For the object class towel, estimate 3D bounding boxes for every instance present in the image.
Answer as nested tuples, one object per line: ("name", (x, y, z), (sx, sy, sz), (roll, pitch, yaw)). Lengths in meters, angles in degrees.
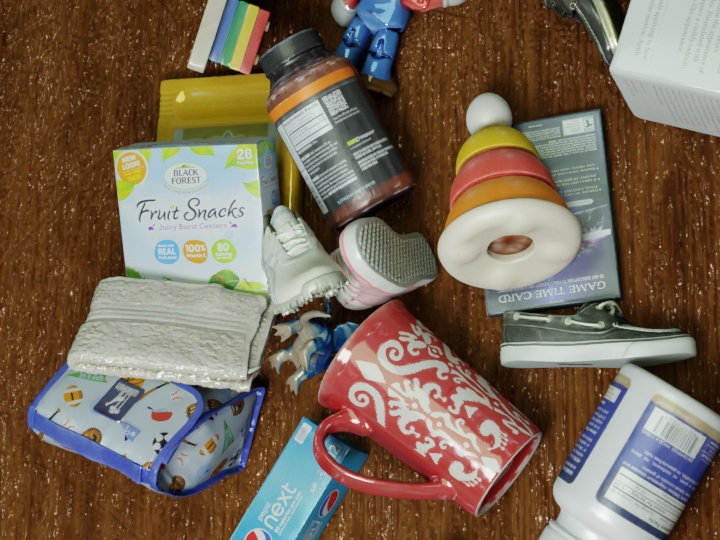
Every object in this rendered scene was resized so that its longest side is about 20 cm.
("towel", (-0.190, 0.063, 1.612), (0.198, 0.035, 0.133), (5, 37, 6))

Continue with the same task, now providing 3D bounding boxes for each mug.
("mug", (0.061, 0.160, 1.588), (0.199, 0.133, 0.178), (38, 91, 17))

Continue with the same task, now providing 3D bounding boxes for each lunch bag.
("lunch bag", (-0.220, 0.151, 1.629), (0.169, 0.200, 0.125), (22, 110, 23))

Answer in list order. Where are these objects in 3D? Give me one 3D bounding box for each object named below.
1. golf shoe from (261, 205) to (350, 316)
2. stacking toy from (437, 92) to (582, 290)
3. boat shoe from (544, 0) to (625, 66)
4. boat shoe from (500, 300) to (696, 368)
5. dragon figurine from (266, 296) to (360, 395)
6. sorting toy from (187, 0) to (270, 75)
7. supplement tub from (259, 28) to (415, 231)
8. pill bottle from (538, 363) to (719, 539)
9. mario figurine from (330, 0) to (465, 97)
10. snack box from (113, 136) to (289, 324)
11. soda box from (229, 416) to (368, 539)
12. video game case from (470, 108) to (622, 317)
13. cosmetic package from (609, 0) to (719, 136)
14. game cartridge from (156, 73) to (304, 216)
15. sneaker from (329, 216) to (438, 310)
("golf shoe", (-0.069, -0.014, 1.562), (0.078, 0.200, 0.098), (-21, 100, -12))
("stacking toy", (0.143, -0.095, 1.612), (0.145, 0.146, 0.202), (-15, 55, 15))
("boat shoe", (0.224, -0.295, 1.660), (0.066, 0.072, 0.202), (-28, 70, 21))
("boat shoe", (0.235, 0.062, 1.577), (0.198, 0.071, 0.064), (-1, 79, 20))
("dragon figurine", (-0.036, 0.063, 1.600), (0.099, 0.201, 0.059), (-33, 67, -27))
("sorting toy", (-0.121, -0.307, 1.706), (0.069, 0.200, 0.201), (18, 98, -7))
("supplement tub", (-0.030, -0.151, 1.666), (0.106, 0.107, 0.201), (-28, 88, 11))
("pill bottle", (0.255, 0.203, 1.515), (0.119, 0.120, 0.201), (31, 90, 21))
("mario figurine", (0.042, -0.293, 1.727), (0.122, 0.106, 0.202), (21, 97, -15))
("snack box", (-0.170, -0.038, 1.696), (0.167, 0.068, 0.202), (-2, 100, 17))
("soda box", (-0.076, 0.256, 1.640), (0.064, 0.068, 0.201), (32, 90, 22))
("video game case", (0.192, -0.059, 1.645), (0.141, 0.019, 0.202), (-8, 77, 17))
("cosmetic package", (0.370, -0.226, 1.541), (0.198, 0.165, 0.166), (17, 85, 21))
("game cartridge", (-0.147, -0.119, 1.762), (0.174, 0.032, 0.202), (-2, 80, 18))
("sneaker", (0.000, 0.000, 1.604), (0.104, 0.200, 0.076), (-20, 80, 20))
